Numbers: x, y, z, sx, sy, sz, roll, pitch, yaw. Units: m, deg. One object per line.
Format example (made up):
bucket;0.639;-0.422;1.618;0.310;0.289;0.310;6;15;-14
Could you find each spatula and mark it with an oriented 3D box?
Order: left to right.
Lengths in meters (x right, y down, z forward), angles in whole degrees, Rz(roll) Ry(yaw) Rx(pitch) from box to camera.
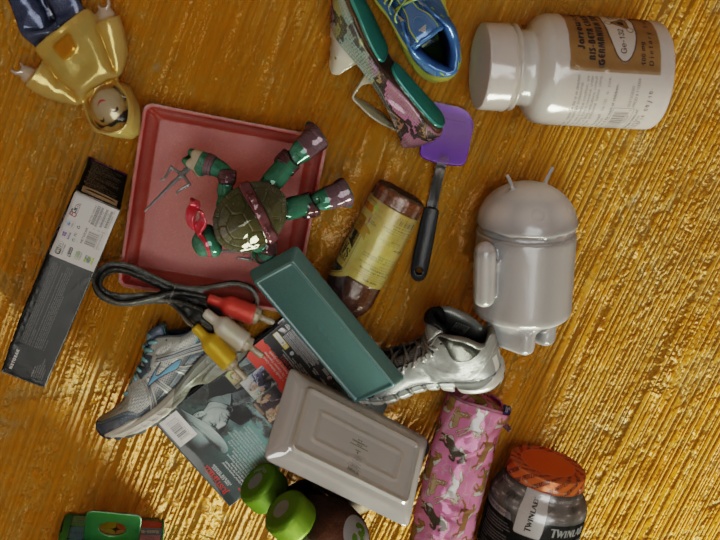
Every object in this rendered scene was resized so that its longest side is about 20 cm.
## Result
spatula;0.083;-0.084;1.202;0.055;0.021;0.204;10;108;1

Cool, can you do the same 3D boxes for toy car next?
toy car;-0.007;0.250;1.238;0.200;0.157;0.165;-47;118;-10

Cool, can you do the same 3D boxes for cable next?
cable;-0.184;0.030;1.141;0.198;0.050;0.098;30;77;-11

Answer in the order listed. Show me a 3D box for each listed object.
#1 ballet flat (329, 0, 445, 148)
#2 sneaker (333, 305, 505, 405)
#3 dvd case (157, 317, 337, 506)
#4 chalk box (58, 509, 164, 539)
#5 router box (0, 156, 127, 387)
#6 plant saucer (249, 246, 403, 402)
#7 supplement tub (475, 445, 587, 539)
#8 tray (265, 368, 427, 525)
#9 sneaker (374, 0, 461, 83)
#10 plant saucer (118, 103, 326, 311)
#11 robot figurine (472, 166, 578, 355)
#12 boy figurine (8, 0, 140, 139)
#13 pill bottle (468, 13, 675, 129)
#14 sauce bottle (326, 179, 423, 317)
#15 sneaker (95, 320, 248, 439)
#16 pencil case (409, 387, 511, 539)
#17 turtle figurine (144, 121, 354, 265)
ballet flat;0.012;-0.211;1.135;0.071;0.069;0.201;-28;111;24
sneaker;0.060;0.085;1.196;0.196;0.076;0.117;-7;137;6
dvd case;-0.120;0.165;1.252;0.199;0.022;0.147;-38;109;3
chalk box;-0.293;0.362;1.235;0.122;0.124;0.204;8;105;-10
router box;-0.302;-0.002;1.102;0.050;0.149;0.202;23;103;-15
plant saucer;-0.036;0.064;1.150;0.069;0.019;0.201;-26;115;28
supplement tub;0.202;0.324;1.298;0.120;0.123;0.204;8;106;-11
tray;-0.007;0.195;1.182;0.198;0.022;0.109;30;60;-24
sneaker;0.052;-0.281;1.091;0.075;0.105;0.201;-35;110;3
plant saucer;-0.151;-0.068;1.165;0.196;0.037;0.203;9;106;-11
robot figurine;0.182;-0.012;1.192;0.168;0.112;0.204;-18;116;-46
boy figurine;-0.290;-0.216;1.073;0.123;0.064;0.202;-28;100;1
pill bottle;0.220;-0.212;1.135;0.196;0.115;0.117;1;108;-9
sauce bottle;0.000;0.000;1.194;0.065;0.066;0.202;26;100;-16
sneaker;-0.221;0.107;1.197;0.199;0.078;0.087;-37;103;-6
pencil case;0.117;0.242;1.266;0.085;0.083;0.204;17;96;8
turtle figurine;-0.111;-0.063;1.105;0.198;0.101;0.151;-29;121;-9
